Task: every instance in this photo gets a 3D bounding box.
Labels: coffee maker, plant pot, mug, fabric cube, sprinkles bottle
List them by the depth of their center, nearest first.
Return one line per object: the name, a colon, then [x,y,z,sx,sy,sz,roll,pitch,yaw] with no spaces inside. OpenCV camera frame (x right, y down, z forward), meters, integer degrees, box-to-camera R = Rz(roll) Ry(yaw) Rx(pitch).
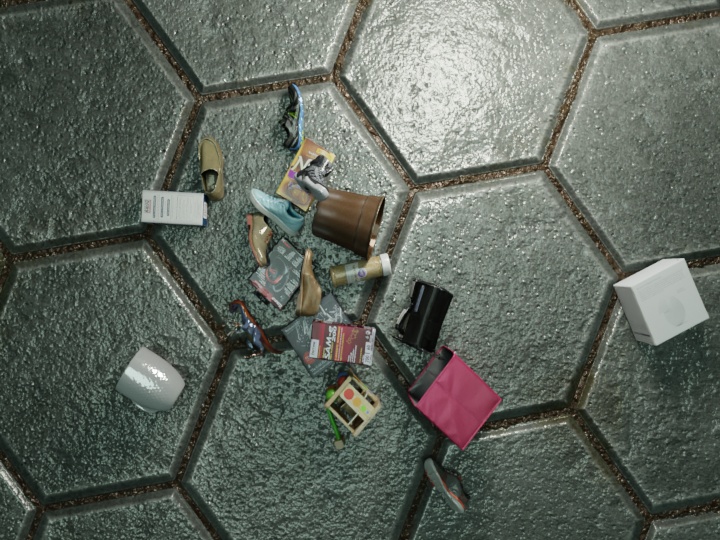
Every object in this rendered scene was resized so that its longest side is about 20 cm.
plant pot: [-0.039,-0.158,1.667,0.191,0.200,0.208,17,90,5]
fabric cube: [0.286,0.387,1.670,0.198,0.196,0.202,40,89,-1]
mug: [-0.655,0.367,1.680,0.172,0.149,0.202,33,119,-8]
coffee maker: [0.216,0.149,1.681,0.187,0.134,0.207,20,89,23]
sprinkles bottle: [0.000,0.000,1.723,0.192,0.068,0.071,-13,91,-1]

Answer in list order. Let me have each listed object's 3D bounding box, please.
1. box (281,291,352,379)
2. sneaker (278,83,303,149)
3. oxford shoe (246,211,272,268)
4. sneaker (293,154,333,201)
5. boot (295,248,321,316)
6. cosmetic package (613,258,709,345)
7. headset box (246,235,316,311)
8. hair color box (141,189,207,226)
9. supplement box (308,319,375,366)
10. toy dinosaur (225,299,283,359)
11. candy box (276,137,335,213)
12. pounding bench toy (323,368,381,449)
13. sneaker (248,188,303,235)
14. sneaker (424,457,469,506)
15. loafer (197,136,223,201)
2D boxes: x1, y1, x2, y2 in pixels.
box: [-0.121,0.202,1.703,0.197,0.104,0.185,-36,90,-2]
sneaker: [-0.221,-0.491,1.712,0.079,0.071,0.208,0,93,-8]
oxford shoe: [-0.308,-0.104,1.676,0.072,0.071,0.206,-14,62,-1]
sneaker: [-0.123,-0.284,1.611,0.114,0.199,0.076,-44,126,-6]
boot: [-0.153,0.038,1.640,0.072,0.074,0.209,5,86,-4]
cosmetic package: [0.960,0.097,1.726,0.194,0.123,0.206,-25,92,-1]
headset box: [-0.256,0.017,1.711,0.148,0.075,0.202,40,89,-2]
hair color box: [-0.589,-0.196,1.707,0.192,0.061,0.104,3,90,-2]
supplement box: [-0.055,0.217,1.624,0.192,0.061,0.114,7,91,-2]
toy dinosaur: [-0.359,0.186,1.729,0.195,0.104,0.189,2,75,-39]
candy box: [-0.174,-0.305,1.723,0.114,0.056,0.205,29,88,-1]
pounding bench toy: [-0.056,0.437,1.695,0.155,0.124,0.201,42,89,-1]
sneaker: [-0.260,-0.205,1.702,0.198,0.075,0.082,38,116,-11]
sneaker: [0.284,0.682,1.746,0.081,0.077,0.203,-36,92,-28]
loafer: [-0.473,-0.327,1.707,0.073,0.067,0.208,-11,91,-2]
